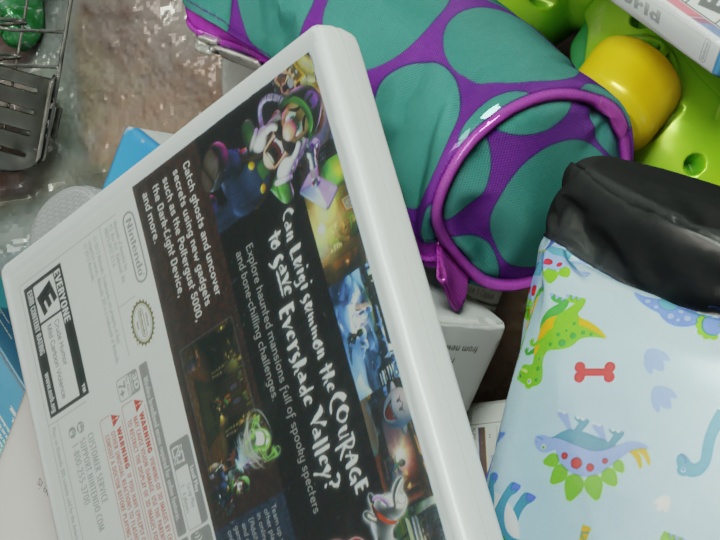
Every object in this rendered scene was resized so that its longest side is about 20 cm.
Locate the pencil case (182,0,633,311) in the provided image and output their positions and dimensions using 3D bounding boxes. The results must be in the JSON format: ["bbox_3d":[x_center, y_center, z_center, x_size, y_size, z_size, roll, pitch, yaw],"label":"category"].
[{"bbox_3d":[0.011,-0.074,0.803,0.092,0.085,0.200,-41,46,-5],"label":"pencil case"}]

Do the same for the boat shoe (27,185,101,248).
[{"bbox_3d":[-0.106,0.059,0.970,0.072,0.071,0.202,-20,61,36],"label":"boat shoe"}]

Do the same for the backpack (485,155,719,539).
[{"bbox_3d":[0.104,0.084,0.688,0.162,0.154,0.202,22,106,19],"label":"backpack"}]

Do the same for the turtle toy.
[{"bbox_3d":[0.122,-0.081,0.851,0.200,0.101,0.146,44,59,-6],"label":"turtle toy"}]

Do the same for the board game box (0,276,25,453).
[{"bbox_3d":[-0.226,0.106,1.052,0.200,0.047,0.151,-41,69,16],"label":"board game box"}]

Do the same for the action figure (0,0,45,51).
[{"bbox_3d":[-0.183,-0.207,1.065,0.117,0.055,0.202,-10,86,23],"label":"action figure"}]

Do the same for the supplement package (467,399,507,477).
[{"bbox_3d":[0.125,0.124,0.824,0.198,0.152,0.152,-9,79,25],"label":"supplement package"}]

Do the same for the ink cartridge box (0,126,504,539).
[{"bbox_3d":[-0.055,0.070,0.805,0.146,0.085,0.201,38,113,40],"label":"ink cartridge box"}]

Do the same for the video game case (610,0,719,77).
[{"bbox_3d":[0.102,-0.164,0.824,0.200,0.143,0.018,39,144,22],"label":"video game case"}]

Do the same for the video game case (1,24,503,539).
[{"bbox_3d":[-0.042,0.049,0.723,0.181,0.023,0.202,-33,62,37],"label":"video game case"}]

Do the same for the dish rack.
[{"bbox_3d":[-0.199,-0.148,1.022,0.152,0.054,0.202,16,102,24],"label":"dish rack"}]

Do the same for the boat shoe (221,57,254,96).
[{"bbox_3d":[-0.041,-0.135,0.929,0.074,0.066,0.201,56,144,34],"label":"boat shoe"}]

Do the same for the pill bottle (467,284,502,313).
[{"bbox_3d":[0.000,0.000,0.918,0.119,0.119,0.202,22,93,26],"label":"pill bottle"}]
